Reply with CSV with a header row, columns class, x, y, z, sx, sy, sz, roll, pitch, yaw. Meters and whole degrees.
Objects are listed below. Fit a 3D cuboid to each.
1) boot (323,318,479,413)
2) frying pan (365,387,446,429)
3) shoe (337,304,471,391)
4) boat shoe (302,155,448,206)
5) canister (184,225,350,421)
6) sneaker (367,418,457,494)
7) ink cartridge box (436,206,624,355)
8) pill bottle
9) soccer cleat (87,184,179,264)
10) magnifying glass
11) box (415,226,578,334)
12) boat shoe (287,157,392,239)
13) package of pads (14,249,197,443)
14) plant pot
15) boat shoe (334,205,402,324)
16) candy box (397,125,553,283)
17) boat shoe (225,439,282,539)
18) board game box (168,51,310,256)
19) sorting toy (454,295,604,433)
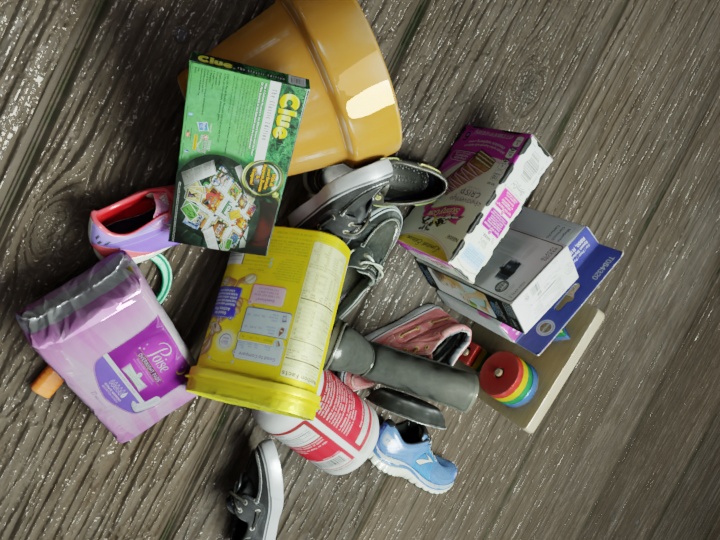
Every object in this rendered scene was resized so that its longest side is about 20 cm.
class,x,y,z,sx,sy,sz,roll,pitch,yaw
boot,0.052,0.130,0.789,0.199,0.182,0.073,25,91,8
frying pan,0.066,0.187,0.854,0.114,0.190,0.031,20,86,9
shoe,0.066,0.123,0.901,0.199,0.091,0.072,-31,121,-20
boat shoe,0.024,-0.120,0.804,0.200,0.060,0.072,-5,110,-31
canister,-0.099,0.055,0.702,0.087,0.148,0.201,50,50,-63
sneaker,0.096,0.294,0.991,0.200,0.078,0.089,33,91,-36
ink cartridge box,0.240,0.003,0.901,0.196,0.200,0.043,-47,125,-10
pill bottle,-0.071,0.182,0.822,0.112,0.112,0.200,-49,126,-8
soccer cleat,-0.193,-0.066,0.668,0.199,0.068,0.073,-23,161,-21
magnifying glass,-0.291,0.057,0.691,0.200,0.022,0.080,-50,126,-6
box,0.185,-0.005,0.864,0.117,0.200,0.060,-44,126,-14
boat shoe,-0.020,-0.066,0.710,0.070,0.200,0.067,-27,91,-38
package of pads,-0.257,0.086,0.661,0.120,0.076,0.201,-33,140,-18
plant pot,-0.081,-0.180,0.648,0.182,0.200,0.201,-26,121,-5
boat shoe,0.000,0.000,0.826,0.072,0.071,0.200,39,85,-36
candy box,0.150,-0.097,0.847,0.061,0.136,0.201,34,87,-35
boat shoe,-0.148,0.310,0.829,0.066,0.070,0.201,-6,129,-24
board game box,-0.121,-0.099,0.588,0.104,0.024,0.201,11,131,-14
sorting toy,0.225,0.104,0.930,0.069,0.199,0.201,34,88,-32
